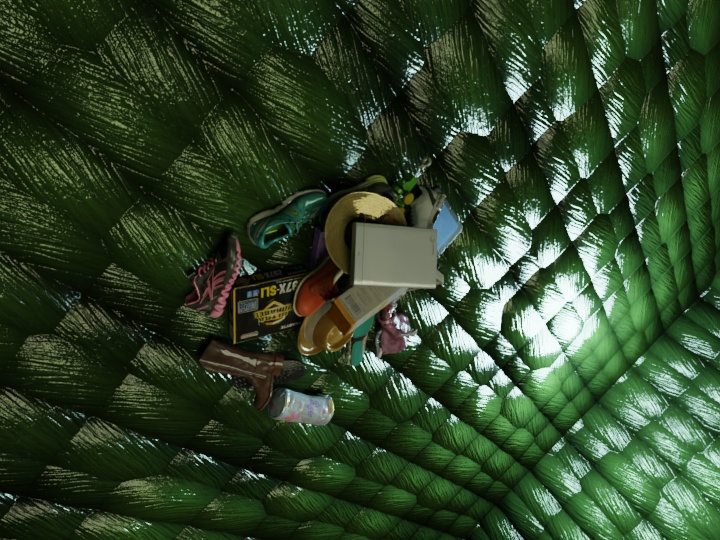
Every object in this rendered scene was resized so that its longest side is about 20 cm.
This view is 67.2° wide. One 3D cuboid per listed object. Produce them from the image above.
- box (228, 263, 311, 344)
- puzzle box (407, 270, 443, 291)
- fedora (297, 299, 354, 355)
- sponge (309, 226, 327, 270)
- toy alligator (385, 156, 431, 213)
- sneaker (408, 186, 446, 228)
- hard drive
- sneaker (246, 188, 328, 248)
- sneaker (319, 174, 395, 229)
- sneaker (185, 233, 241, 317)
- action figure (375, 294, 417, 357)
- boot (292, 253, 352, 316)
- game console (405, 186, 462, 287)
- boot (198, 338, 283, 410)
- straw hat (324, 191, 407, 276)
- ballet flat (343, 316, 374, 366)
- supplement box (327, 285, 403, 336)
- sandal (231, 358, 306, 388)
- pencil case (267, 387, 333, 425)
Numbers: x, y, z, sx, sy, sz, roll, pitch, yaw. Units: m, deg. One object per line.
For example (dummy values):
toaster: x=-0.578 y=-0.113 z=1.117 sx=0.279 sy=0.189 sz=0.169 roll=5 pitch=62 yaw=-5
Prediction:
box: x=-0.216 y=0.078 z=1.299 sx=0.197 sy=0.049 sz=0.162 roll=-12 pitch=125 yaw=-29
puzzle box: x=0.101 y=0.019 z=1.406 sx=0.198 sy=0.026 sz=0.133 roll=-15 pitch=149 yaw=32
fedora: x=-0.073 y=0.148 z=1.387 sx=0.200 sy=0.081 sz=0.203 roll=-40 pitch=145 yaw=-35
sponge: x=-0.028 y=-0.061 z=1.343 sx=0.197 sy=0.030 sz=0.113 roll=-8 pitch=127 yaw=-32
toy alligator: x=0.099 y=-0.197 z=1.312 sx=0.054 sy=0.059 sz=0.201 roll=18 pitch=109 yaw=-48
sneaker: x=0.143 y=-0.121 z=1.327 sx=0.074 sy=0.079 sz=0.202 roll=121 pitch=-6 yaw=-60
hard drive: x=0.076 y=-0.031 z=1.186 sx=0.197 sy=0.027 sz=0.134 roll=3 pitch=88 yaw=-22
sneaker: x=-0.151 y=-0.107 z=1.188 sx=0.198 sy=0.080 sz=0.078 roll=-32 pitch=134 yaw=-14
sneaker: x=-0.007 y=-0.152 z=1.257 sx=0.198 sy=0.081 sz=0.074 roll=-33 pitch=134 yaw=-11
sneaker: x=-0.320 y=0.009 z=1.164 sx=0.094 sy=0.079 sz=0.202 roll=14 pitch=111 yaw=-28
action figure: x=0.081 y=0.142 z=1.527 sx=0.147 sy=0.136 sz=0.201 roll=-17 pitch=145 yaw=11
boot: x=-0.083 y=0.042 z=1.252 sx=0.075 sy=0.108 sz=0.201 roll=32 pitch=104 yaw=-32
game console: x=0.208 y=-0.084 z=1.441 sx=0.117 sy=0.174 sz=0.200 roll=-24 pitch=139 yaw=19
boot: x=-0.308 y=0.257 z=1.331 sx=0.197 sy=0.064 sz=0.189 roll=13 pitch=114 yaw=-23
straw hat: x=0.001 y=-0.076 z=1.218 sx=0.198 sy=0.085 sz=0.205 roll=0 pitch=90 yaw=-21
ballet flat: x=-0.014 y=0.173 z=1.500 sx=0.075 sy=0.064 sz=0.203 roll=-3 pitch=120 yaw=-35
supplement box: x=0.026 y=0.056 z=1.253 sx=0.199 sy=0.074 sz=0.126 roll=-35 pitch=171 yaw=-19
sandal: x=-0.239 y=0.259 z=1.421 sx=0.197 sy=0.048 sz=0.076 roll=-4 pitch=122 yaw=-18
pencil case: x=-0.166 y=0.386 z=1.531 sx=0.198 sy=0.083 sz=0.091 roll=20 pitch=115 yaw=-42
